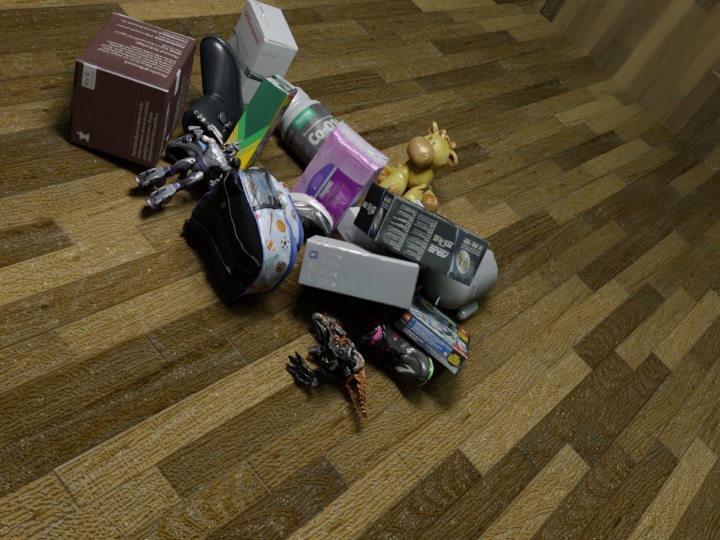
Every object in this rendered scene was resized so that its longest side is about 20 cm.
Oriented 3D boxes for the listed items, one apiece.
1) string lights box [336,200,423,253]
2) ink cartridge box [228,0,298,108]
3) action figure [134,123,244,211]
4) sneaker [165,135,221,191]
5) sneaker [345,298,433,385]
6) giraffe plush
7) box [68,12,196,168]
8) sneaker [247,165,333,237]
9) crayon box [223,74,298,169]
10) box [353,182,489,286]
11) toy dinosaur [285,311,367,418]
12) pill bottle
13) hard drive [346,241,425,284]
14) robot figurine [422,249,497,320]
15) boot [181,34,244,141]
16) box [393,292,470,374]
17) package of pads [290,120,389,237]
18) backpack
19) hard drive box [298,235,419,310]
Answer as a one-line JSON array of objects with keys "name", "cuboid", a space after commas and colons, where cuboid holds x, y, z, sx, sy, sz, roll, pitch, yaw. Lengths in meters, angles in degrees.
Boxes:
[{"name": "string lights box", "cuboid": [0.061, -0.074, 1.731, 0.198, 0.059, 0.103, -11, 56, -44]}, {"name": "ink cartridge box", "cuboid": [-0.220, -0.432, 1.848, 0.082, 0.201, 0.148, 6, 46, -34]}, {"name": "action figure", "cuboid": [-0.289, -0.176, 1.548, 0.198, 0.069, 0.131, -30, 79, -10]}, {"name": "sneaker", "cuboid": [-0.286, -0.170, 1.627, 0.199, 0.071, 0.082, 44, 41, 20]}, {"name": "sneaker", "cuboid": [0.043, 0.128, 1.547, 0.200, 0.077, 0.083, 42, 15, 24]}, {"name": "giraffe plush", "cuboid": [0.137, -0.226, 1.943, 0.172, 0.163, 0.199, 43, 37, 11]}, {"name": "box", "cuboid": [-0.406, -0.324, 1.591, 0.161, 0.168, 0.202, 17, 39, -7]}, {"name": "sneaker", "cuboid": [-0.151, -0.106, 1.671, 0.198, 0.081, 0.087, 29, 48, 3]}, {"name": "crayon box", "cuboid": [-0.192, -0.278, 1.673, 0.058, 0.174, 0.200, 33, 12, -6]}, {"name": "box", "cuboid": [0.105, -0.066, 1.580, 0.197, 0.087, 0.164, 24, 7, -19]}, {"name": "toy dinosaur", "cuboid": [-0.034, 0.146, 1.467, 0.199, 0.103, 0.135, 37, 13, 39]}, {"name": "pill bottle", "cuboid": [-0.095, -0.281, 1.859, 0.200, 0.114, 0.113, 46, 38, 14]}, {"name": "hard drive", "cuboid": [0.052, -0.023, 1.755, 0.198, 0.043, 0.135, -16, 60, -47]}, {"name": "robot figurine", "cuboid": [0.199, 0.010, 1.775, 0.199, 0.112, 0.173, -21, 98, -51]}, {"name": "boot", "cuboid": [-0.290, -0.334, 1.715, 0.075, 0.203, 0.169, -1, 29, 18]}, {"name": "box", "cuboid": [0.135, 0.109, 1.614, 0.136, 0.040, 0.200, 39, 11, 2]}, {"name": "package of pads", "cuboid": [-0.047, -0.172, 1.707, 0.120, 0.201, 0.076, 39, 31, 0]}, {"name": "backpack", "cuboid": [-0.188, -0.055, 1.493, 0.152, 0.200, 0.193, -1, 62, -37]}, {"name": "hard drive box", "cuboid": [0.000, 0.000, 1.556, 0.196, 0.078, 0.156, 13, 6, 2]}]
